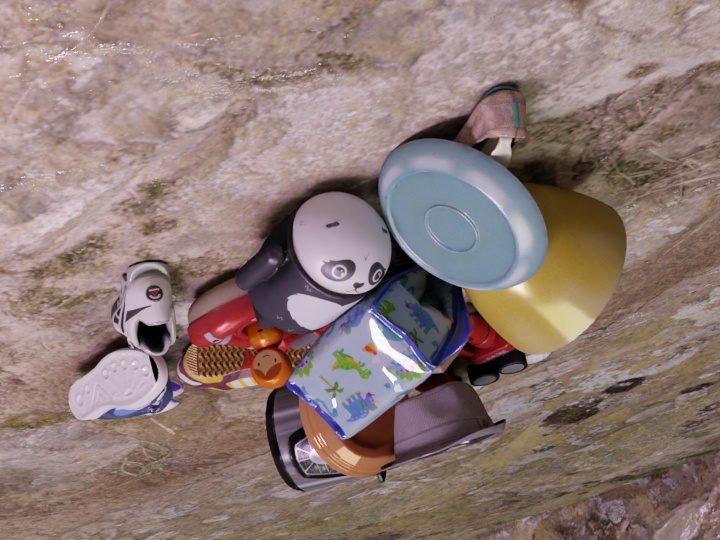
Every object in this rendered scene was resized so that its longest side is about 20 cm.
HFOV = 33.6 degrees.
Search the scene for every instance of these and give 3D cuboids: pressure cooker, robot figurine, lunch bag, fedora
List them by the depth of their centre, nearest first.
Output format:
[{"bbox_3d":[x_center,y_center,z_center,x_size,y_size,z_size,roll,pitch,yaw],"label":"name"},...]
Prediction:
[{"bbox_3d":[-0.050,-0.003,1.330,0.200,0.125,0.150,-39,-170,46],"label":"robot figurine"},{"bbox_3d":[0.031,0.081,1.402,0.170,0.127,0.200,-41,-173,30],"label":"lunch bag"},{"bbox_3d":[0.108,0.213,1.685,0.200,0.090,0.177,-6,164,-45],"label":"fedora"},{"bbox_3d":[-0.028,0.237,1.839,0.200,0.179,0.176,-15,153,14],"label":"pressure cooker"}]

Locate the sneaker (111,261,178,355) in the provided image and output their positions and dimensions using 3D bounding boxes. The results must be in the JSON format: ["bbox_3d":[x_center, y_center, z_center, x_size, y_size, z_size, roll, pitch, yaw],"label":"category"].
[{"bbox_3d":[-0.258,0.070,1.439,0.074,0.089,0.200,-9,158,-13],"label":"sneaker"}]

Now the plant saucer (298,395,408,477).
[{"bbox_3d":[0.001,0.197,1.727,0.200,0.200,0.037,6,162,-38],"label":"plant saucer"}]

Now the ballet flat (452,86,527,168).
[{"bbox_3d":[0.120,-0.113,1.248,0.068,0.067,0.200,-6,157,-16],"label":"ballet flat"}]

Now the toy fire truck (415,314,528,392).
[{"bbox_3d":[0.126,0.120,1.726,0.176,0.129,0.200,-27,150,30],"label":"toy fire truck"}]

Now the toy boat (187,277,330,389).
[{"bbox_3d":[-0.120,0.084,1.490,0.130,0.131,0.200,-31,152,34],"label":"toy boat"}]

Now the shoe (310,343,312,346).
[{"bbox_3d":[0.022,0.105,1.667,0.200,0.091,0.071,-3,155,-27],"label":"shoe"}]

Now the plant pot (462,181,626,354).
[{"bbox_3d":[0.182,-0.023,1.374,0.142,0.200,0.200,29,137,-26],"label":"plant pot"}]

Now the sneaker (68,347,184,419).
[{"bbox_3d":[-0.281,0.148,1.599,0.200,0.081,0.146,-25,165,39],"label":"sneaker"}]

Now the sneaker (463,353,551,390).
[{"bbox_3d":[0.199,0.128,1.865,0.200,0.074,0.079,-27,145,15],"label":"sneaker"}]

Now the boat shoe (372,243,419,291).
[{"bbox_3d":[0.000,0.000,1.456,0.200,0.074,0.067,-17,153,-23],"label":"boat shoe"}]

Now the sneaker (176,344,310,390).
[{"bbox_3d":[-0.156,0.128,1.663,0.200,0.075,0.090,3,161,-21],"label":"sneaker"}]

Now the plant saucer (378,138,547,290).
[{"bbox_3d":[0.100,-0.050,1.260,0.027,0.200,0.200,-51,-178,-36],"label":"plant saucer"}]
